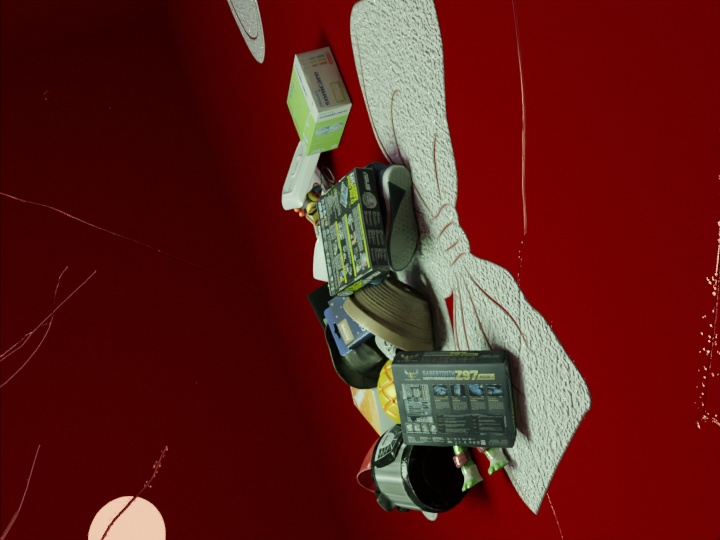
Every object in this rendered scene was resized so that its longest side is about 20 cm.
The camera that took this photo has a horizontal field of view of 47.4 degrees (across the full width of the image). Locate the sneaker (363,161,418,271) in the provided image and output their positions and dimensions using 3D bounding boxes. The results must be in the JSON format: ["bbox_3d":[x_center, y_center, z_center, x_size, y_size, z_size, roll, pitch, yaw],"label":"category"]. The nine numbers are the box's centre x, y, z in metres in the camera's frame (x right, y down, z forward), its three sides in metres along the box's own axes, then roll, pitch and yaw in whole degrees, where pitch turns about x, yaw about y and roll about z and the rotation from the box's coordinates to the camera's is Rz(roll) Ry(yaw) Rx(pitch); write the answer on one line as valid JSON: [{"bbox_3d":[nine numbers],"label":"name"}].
[{"bbox_3d":[0.045,-0.111,1.601,0.145,0.075,0.208,23,119,56],"label":"sneaker"}]

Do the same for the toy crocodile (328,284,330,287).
[{"bbox_3d":[0.000,0.000,1.709,0.067,0.198,0.062,41,130,20],"label":"toy crocodile"}]

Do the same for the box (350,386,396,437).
[{"bbox_3d":[0.048,0.297,2.007,0.200,0.095,0.127,-144,40,-66],"label":"box"}]

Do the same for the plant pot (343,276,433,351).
[{"bbox_3d":[0.071,0.076,1.628,0.094,0.198,0.201,-62,29,9],"label":"plant pot"}]

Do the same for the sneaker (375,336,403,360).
[{"bbox_3d":[0.090,0.158,1.696,0.081,0.076,0.199,32,177,-39],"label":"sneaker"}]

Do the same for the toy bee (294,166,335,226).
[{"bbox_3d":[-0.124,-0.169,2.062,0.130,0.108,0.202,33,154,37],"label":"toy bee"}]

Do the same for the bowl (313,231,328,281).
[{"bbox_3d":[-0.029,-0.078,1.774,0.073,0.202,0.201,25,154,8],"label":"bowl"}]

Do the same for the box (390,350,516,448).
[{"bbox_3d":[0.158,0.216,1.383,0.051,0.195,0.161,-53,-44,-61],"label":"box"}]

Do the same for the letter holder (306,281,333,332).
[{"bbox_3d":[-0.037,0.141,2.066,0.143,0.099,0.201,60,179,-44],"label":"letter holder"}]

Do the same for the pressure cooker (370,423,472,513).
[{"bbox_3d":[0.115,0.405,1.688,0.199,0.172,0.184,-20,75,62],"label":"pressure cooker"}]

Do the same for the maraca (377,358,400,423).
[{"bbox_3d":[0.091,0.235,1.789,0.136,0.105,0.206,-2,87,61],"label":"maraca"}]

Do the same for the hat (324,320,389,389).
[{"bbox_3d":[0.017,0.165,1.885,0.081,0.197,0.205,-31,76,50],"label":"hat"}]

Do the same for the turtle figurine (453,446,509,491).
[{"bbox_3d":[0.170,0.289,1.480,0.196,0.142,0.201,59,172,18],"label":"turtle figurine"}]

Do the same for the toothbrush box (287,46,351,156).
[{"bbox_3d":[-0.095,-0.372,1.824,0.200,0.084,0.149,115,136,-69],"label":"toothbrush box"}]

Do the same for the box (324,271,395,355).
[{"bbox_3d":[0.004,0.088,1.809,0.032,0.199,0.123,15,-136,-56],"label":"box"}]

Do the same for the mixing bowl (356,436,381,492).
[{"bbox_3d":[0.093,0.441,1.891,0.202,0.195,0.110,98,-179,-56],"label":"mixing bowl"}]

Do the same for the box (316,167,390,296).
[{"bbox_3d":[-0.017,-0.070,1.568,0.159,0.043,0.205,-33,62,52],"label":"box"}]

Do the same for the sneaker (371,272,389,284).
[{"bbox_3d":[0.036,-0.034,1.666,0.203,0.064,0.080,-86,2,-46],"label":"sneaker"}]

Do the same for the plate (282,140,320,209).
[{"bbox_3d":[-0.147,-0.253,2.026,0.199,0.032,0.205,-173,101,-72],"label":"plate"}]
